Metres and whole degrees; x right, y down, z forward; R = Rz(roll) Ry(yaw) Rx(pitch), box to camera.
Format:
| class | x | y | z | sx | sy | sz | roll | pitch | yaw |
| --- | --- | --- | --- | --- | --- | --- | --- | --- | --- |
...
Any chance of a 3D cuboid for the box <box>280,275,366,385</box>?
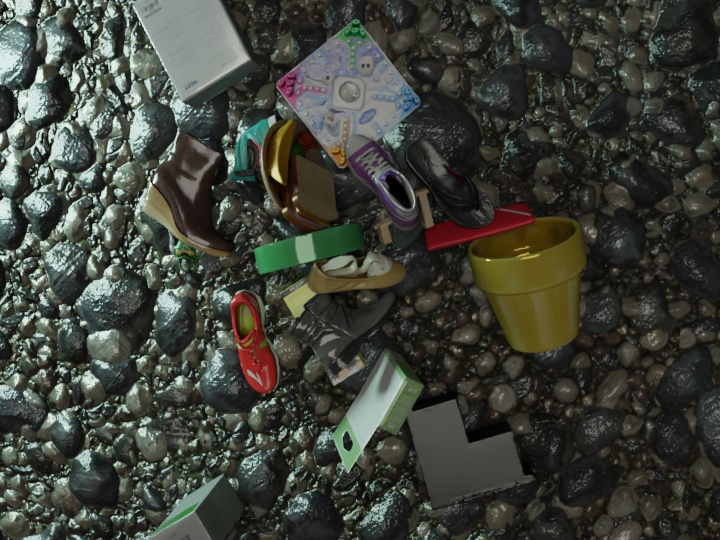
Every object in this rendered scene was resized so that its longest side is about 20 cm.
| class | x | y | z | sx | sy | sz | roll | pitch | yaw |
| --- | --- | --- | --- | --- | --- | --- | --- | --- | --- |
| box | -0.069 | 0.109 | 1.421 | 0.074 | 0.050 | 0.202 | -32 | 89 | 6 |

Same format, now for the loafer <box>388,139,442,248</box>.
| class | x | y | z | sx | sy | sz | roll | pitch | yaw |
| --- | --- | --- | --- | --- | --- | --- | --- | --- | --- |
| loafer | 0.096 | -0.143 | 1.392 | 0.071 | 0.063 | 0.204 | 15 | 100 | -26 |

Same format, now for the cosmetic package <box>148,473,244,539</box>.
| class | x | y | z | sx | sy | sz | roll | pitch | yaw |
| --- | --- | --- | --- | --- | --- | --- | --- | --- | --- |
| cosmetic package | -0.298 | 0.467 | 1.392 | 0.106 | 0.200 | 0.086 | -32 | 92 | 4 |

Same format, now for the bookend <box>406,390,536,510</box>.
| class | x | y | z | sx | sy | sz | roll | pitch | yaw |
| --- | --- | --- | --- | --- | --- | --- | --- | --- | --- |
| bookend | 0.196 | 0.306 | 1.384 | 0.195 | 0.092 | 0.204 | -17 | 90 | 5 |

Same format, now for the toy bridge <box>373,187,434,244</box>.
| class | x | y | z | sx | sy | sz | roll | pitch | yaw |
| --- | --- | --- | --- | --- | --- | --- | --- | --- | --- |
| toy bridge | 0.113 | -0.111 | 1.357 | 0.196 | 0.027 | 0.069 | -21 | 110 | -14 |

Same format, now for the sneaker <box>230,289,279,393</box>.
| class | x | y | z | sx | sy | sz | roll | pitch | yaw |
| --- | --- | --- | --- | --- | --- | --- | --- | --- | --- |
| sneaker | -0.210 | 0.139 | 1.420 | 0.075 | 0.085 | 0.204 | -15 | 92 | 7 |

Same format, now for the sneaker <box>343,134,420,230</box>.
| class | x | y | z | sx | sy | sz | roll | pitch | yaw |
| --- | --- | --- | --- | --- | --- | --- | --- | --- | --- |
| sneaker | 0.038 | -0.171 | 1.290 | 0.072 | 0.114 | 0.201 | -37 | 75 | -4 |

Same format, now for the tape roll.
| class | x | y | z | sx | sy | sz | roll | pitch | yaw |
| --- | --- | --- | --- | --- | --- | --- | --- | --- | --- |
| tape roll | -0.089 | -0.039 | 1.339 | 0.196 | 0.200 | 0.049 | -15 | 92 | 7 |

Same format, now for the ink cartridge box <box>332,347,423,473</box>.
| class | x | y | z | sx | sy | sz | roll | pitch | yaw |
| --- | --- | --- | --- | --- | --- | --- | --- | --- | --- |
| ink cartridge box | 0.029 | 0.258 | 1.370 | 0.047 | 0.146 | 0.203 | 26 | 97 | -19 |

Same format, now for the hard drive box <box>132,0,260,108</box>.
| class | x | y | z | sx | sy | sz | roll | pitch | yaw |
| --- | --- | --- | --- | --- | --- | --- | --- | --- | --- |
| hard drive box | -0.303 | -0.434 | 1.399 | 0.154 | 0.077 | 0.203 | -27 | 90 | 7 |

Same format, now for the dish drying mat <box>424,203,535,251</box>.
| class | x | y | z | sx | sy | sz | roll | pitch | yaw |
| --- | --- | --- | --- | --- | --- | --- | --- | --- | --- |
| dish drying mat | 0.213 | -0.082 | 1.368 | 0.196 | 0.077 | 0.018 | -13 | 121 | 7 |

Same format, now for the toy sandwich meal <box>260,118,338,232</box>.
| class | x | y | z | sx | sy | sz | roll | pitch | yaw |
| --- | --- | --- | --- | --- | --- | --- | --- | --- | --- |
| toy sandwich meal | -0.100 | -0.174 | 1.337 | 0.069 | 0.204 | 0.210 | -12 | 93 | 34 |

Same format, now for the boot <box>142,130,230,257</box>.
| class | x | y | z | sx | sy | sz | roll | pitch | yaw |
| --- | --- | --- | --- | --- | --- | --- | --- | --- | --- |
| boot | -0.291 | -0.137 | 1.367 | 0.198 | 0.072 | 0.168 | 32 | 98 | 6 |

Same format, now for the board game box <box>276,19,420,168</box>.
| class | x | y | z | sx | sy | sz | roll | pitch | yaw |
| --- | --- | --- | --- | --- | --- | --- | --- | --- | --- |
| board game box | -0.021 | -0.326 | 1.379 | 0.199 | 0.026 | 0.201 | -39 | 89 | -6 |

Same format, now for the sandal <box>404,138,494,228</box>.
| class | x | y | z | sx | sy | sz | roll | pitch | yaw |
| --- | --- | --- | --- | --- | --- | --- | --- | --- | --- |
| sandal | 0.157 | -0.148 | 1.322 | 0.200 | 0.048 | 0.076 | 42 | 82 | -5 |

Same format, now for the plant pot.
| class | x | y | z | sx | sy | sz | roll | pitch | yaw |
| --- | --- | --- | --- | --- | --- | --- | --- | --- | --- |
| plant pot | 0.301 | 0.030 | 1.314 | 0.196 | 0.201 | 0.193 | -14 | 107 | 7 |

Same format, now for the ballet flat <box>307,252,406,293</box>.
| class | x | y | z | sx | sy | sz | roll | pitch | yaw |
| --- | --- | --- | --- | --- | --- | --- | --- | --- | --- |
| ballet flat | 0.000 | 0.000 | 1.361 | 0.196 | 0.069 | 0.064 | -11 | 137 | -22 |

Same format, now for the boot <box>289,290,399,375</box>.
| class | x | y | z | sx | sy | sz | roll | pitch | yaw |
| --- | --- | --- | --- | --- | --- | --- | --- | --- | --- |
| boot | -0.027 | 0.076 | 1.370 | 0.132 | 0.070 | 0.200 | 44 | 64 | 1 |

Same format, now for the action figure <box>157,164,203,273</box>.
| class | x | y | z | sx | sy | sz | roll | pitch | yaw |
| --- | --- | --- | --- | --- | --- | --- | --- | --- | --- |
| action figure | -0.332 | -0.097 | 1.438 | 0.115 | 0.055 | 0.205 | 2 | 98 | 3 |

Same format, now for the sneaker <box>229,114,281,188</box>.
| class | x | y | z | sx | sy | sz | roll | pitch | yaw |
| --- | --- | --- | --- | --- | --- | --- | --- | --- | --- |
| sneaker | -0.179 | -0.173 | 1.400 | 0.118 | 0.084 | 0.204 | -14 | 96 | 10 |
